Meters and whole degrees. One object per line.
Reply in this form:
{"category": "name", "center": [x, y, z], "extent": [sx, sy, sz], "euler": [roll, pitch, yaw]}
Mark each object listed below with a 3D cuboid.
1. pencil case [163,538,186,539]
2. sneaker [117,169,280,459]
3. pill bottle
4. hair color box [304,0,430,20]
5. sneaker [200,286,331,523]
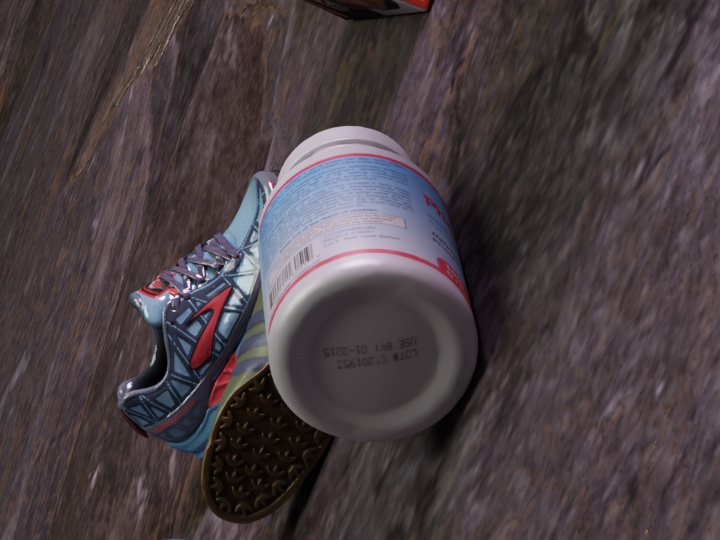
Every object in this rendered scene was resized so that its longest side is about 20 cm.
{"category": "pencil case", "center": [-0.141, 0.228, 1.804], "extent": [0.087, 0.078, 0.200], "euler": [-52, 4, -28]}
{"category": "sneaker", "center": [-0.103, 0.021, 1.910], "extent": [0.079, 0.095, 0.200], "euler": [-168, 98, -75]}
{"category": "pill bottle", "center": [0.000, 0.000, 1.547], "extent": [0.200, 0.109, 0.109], "euler": [-99, 33, -62]}
{"category": "hair color box", "center": [-0.017, -0.214, 1.906], "extent": [0.200, 0.101, 0.061], "euler": [-170, 101, -75]}
{"category": "sneaker", "center": [-0.039, 0.051, 1.722], "extent": [0.090, 0.067, 0.200], "euler": [-113, 45, -80]}
